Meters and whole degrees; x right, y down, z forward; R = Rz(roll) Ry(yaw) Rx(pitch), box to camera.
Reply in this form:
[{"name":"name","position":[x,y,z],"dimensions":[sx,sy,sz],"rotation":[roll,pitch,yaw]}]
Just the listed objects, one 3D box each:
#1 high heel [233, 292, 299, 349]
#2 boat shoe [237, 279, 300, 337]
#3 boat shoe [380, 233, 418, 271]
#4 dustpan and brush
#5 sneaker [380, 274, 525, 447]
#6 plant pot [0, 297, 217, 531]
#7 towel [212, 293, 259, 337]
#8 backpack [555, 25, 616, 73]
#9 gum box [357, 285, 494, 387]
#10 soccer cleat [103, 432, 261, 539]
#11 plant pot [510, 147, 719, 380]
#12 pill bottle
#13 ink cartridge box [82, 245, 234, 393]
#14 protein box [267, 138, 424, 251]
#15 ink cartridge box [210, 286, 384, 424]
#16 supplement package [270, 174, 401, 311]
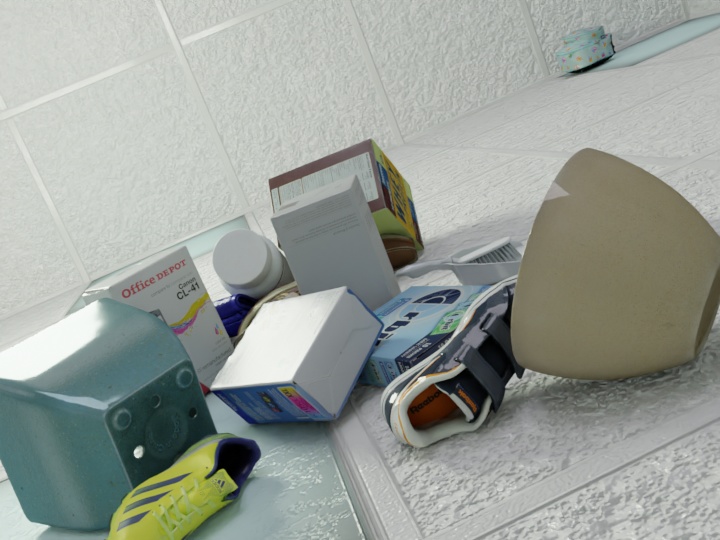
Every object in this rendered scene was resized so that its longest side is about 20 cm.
[{"name":"high heel","position":[-0.135,0.086,1.132],"dimensions":[0.141,0.072,0.200],"rotation":[-15,-14,9]},{"name":"boat shoe","position":[-0.096,0.060,1.260],"dimensions":[0.202,0.075,0.075],"rotation":[-41,52,-6]},{"name":"boat shoe","position":[0.000,0.000,1.368],"dimensions":[0.198,0.076,0.074],"rotation":[-15,46,8]},{"name":"dustpan and brush","position":[0.148,-0.010,1.144],"dimensions":[0.198,0.058,0.140],"rotation":[-22,13,3]},{"name":"sneaker","position":[0.108,0.088,0.747],"dimensions":[0.200,0.078,0.079],"rotation":[-44,15,2]},{"name":"plant pot","position":[-0.267,0.162,0.899],"dimensions":[0.198,0.198,0.195],"rotation":[2,26,41]},{"name":"towel","position":[-0.235,0.092,1.348],"dimensions":[0.198,0.050,0.147],"rotation":[-16,-19,26]},{"name":"backpack","position":[0.842,-0.834,3.108],"dimensions":[0.199,0.154,0.175],"rotation":[-36,22,-23]},{"name":"gum box","position":[0.067,0.075,0.974],"dimensions":[0.169,0.045,0.199],"rotation":[-32,15,-30]},{"name":"soccer cleat","position":[-0.161,0.213,0.764],"dimensions":[0.083,0.065,0.200],"rotation":[-14,15,26]},{"name":"plant pot","position":[0.231,0.010,0.697],"dimensions":[0.133,0.202,0.200],"rotation":[20,36,30]},{"name":"pill bottle","position":[-0.174,0.003,1.364],"dimensions":[0.109,0.111,0.200],"rotation":[-22,-17,3]},{"name":"ink cartridge box","position":[-0.278,0.088,1.165],"dimensions":[0.085,0.202,0.147],"rotation":[-10,18,45]},{"name":"protein box","position":[-0.022,-0.097,1.425],"dimensions":[0.198,0.136,0.198],"rotation":[-19,-24,17]},{"name":"ink cartridge box","position":[-0.084,0.102,0.951],"dimensions":[0.199,0.076,0.137],"rotation":[-11,39,47]},{"name":"supplement package","position":[-0.027,-0.011,1.132],"dimensions":[0.119,0.202,0.121],"rotation":[-20,13,8]}]
